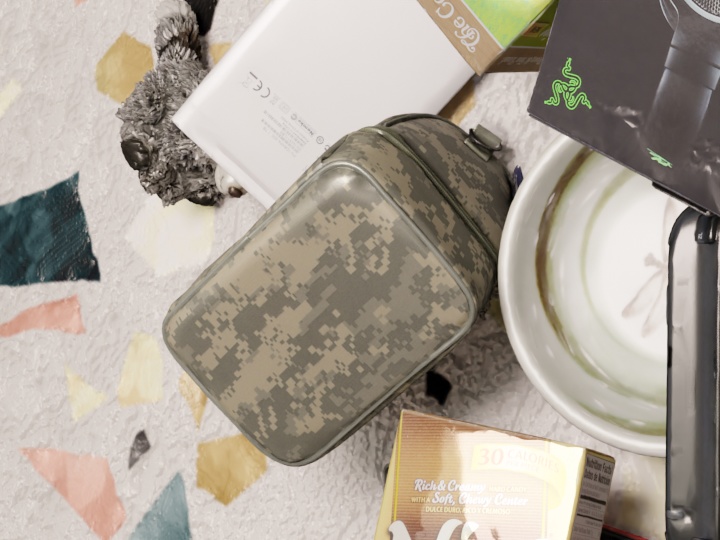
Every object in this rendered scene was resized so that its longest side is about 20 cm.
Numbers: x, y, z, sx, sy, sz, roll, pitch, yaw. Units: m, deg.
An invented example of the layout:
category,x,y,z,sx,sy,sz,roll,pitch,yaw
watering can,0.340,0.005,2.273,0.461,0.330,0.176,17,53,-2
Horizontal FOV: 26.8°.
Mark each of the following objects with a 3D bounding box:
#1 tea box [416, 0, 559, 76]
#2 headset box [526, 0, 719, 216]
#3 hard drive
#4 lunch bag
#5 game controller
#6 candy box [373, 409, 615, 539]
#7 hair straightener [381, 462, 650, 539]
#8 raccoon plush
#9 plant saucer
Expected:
category,x,y,z,sx,sy,sz,roll,pitch,yaw
tea box,0.098,-0.253,0.888,0.197,0.133,0.200,-45,76,26
headset box,0.190,-0.125,0.727,0.174,0.092,0.202,34,123,32
hard drive,-0.014,-0.131,1.005,0.132,0.025,0.200,42,106,-4
lunch bag,0.000,0.000,0.941,0.139,0.168,0.200,45,118,-4
game controller,0.210,0.062,0.781,0.103,0.042,0.202,1,89,12
candy box,0.060,0.187,0.829,0.114,0.055,0.202,9,82,29
hair straightener,0.079,0.157,0.892,0.199,0.077,0.041,21,121,40
raccoon plush,-0.103,-0.138,1.107,0.133,0.096,0.202,-19,69,28
plant saucer,0.176,0.002,0.843,0.198,0.050,0.203,-1,87,28
